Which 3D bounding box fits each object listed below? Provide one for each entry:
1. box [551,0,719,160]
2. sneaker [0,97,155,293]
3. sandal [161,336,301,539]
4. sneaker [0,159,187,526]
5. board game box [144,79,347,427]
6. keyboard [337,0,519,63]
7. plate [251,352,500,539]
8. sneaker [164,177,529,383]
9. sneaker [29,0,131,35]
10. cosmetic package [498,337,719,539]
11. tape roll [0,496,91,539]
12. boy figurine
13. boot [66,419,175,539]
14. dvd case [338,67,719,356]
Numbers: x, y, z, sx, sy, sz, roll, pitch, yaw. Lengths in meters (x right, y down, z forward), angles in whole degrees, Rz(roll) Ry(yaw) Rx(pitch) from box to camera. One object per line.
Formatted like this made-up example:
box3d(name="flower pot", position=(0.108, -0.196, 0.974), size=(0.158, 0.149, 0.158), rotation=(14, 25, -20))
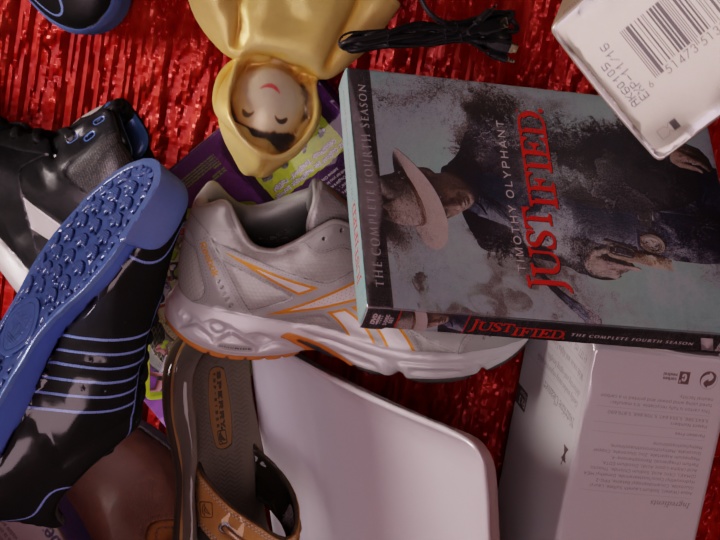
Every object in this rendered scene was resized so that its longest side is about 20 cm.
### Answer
box3d(name="box", position=(0.152, -0.125, 0.833), size=(0.095, 0.200, 0.078), rotation=(-40, 96, 14))
box3d(name="sneaker", position=(-0.181, -0.070, 0.960), size=(0.200, 0.073, 0.112), rotation=(44, 100, 6))
box3d(name="sandal", position=(-0.061, 0.127, 0.956), size=(0.054, 0.082, 0.201), rotation=(-4, 92, 32))
box3d(name="sneaker", position=(-0.138, 0.040, 0.898), size=(0.078, 0.070, 0.200), rotation=(31, 98, -34))
box3d(name="board game box", position=(-0.067, -0.012, 0.983), size=(0.200, 0.032, 0.120), rotation=(-37, 92, 16))
box3d(name="keyboard", position=(0.026, -0.166, 0.882), size=(0.199, 0.021, 0.128), rotation=(-6, 98, -25))
box3d(name="plate", position=(0.017, 0.147, 0.943), size=(0.032, 0.199, 0.201), rotation=(-21, 116, -32))
box3d(name="sneaker", position=(0.000, 0.000, 0.919), size=(0.199, 0.076, 0.092), rotation=(4, 116, -9))
box3d(name="sneaker", position=(-0.188, -0.213, 0.925), size=(0.070, 0.078, 0.201), rotation=(-25, 98, 13))
box3d(name="cosmetic package", position=(0.126, 0.119, 0.936), size=(0.081, 0.113, 0.201), rotation=(8, 103, -12))
box3d(name="tape roll", position=(-0.228, 0.172, 0.961), size=(0.085, 0.200, 0.200), rotation=(-41, 95, 15))
box3d(name="boy figurine", position=(-0.038, -0.148, 0.903), size=(0.124, 0.064, 0.201), rotation=(17, 91, -17))
box3d(name="boot", position=(-0.139, 0.180, 0.948), size=(0.068, 0.200, 0.189), rotation=(-30, 100, 25))
box3d(name="dvd case", position=(0.091, -0.030, 0.875), size=(0.199, 0.147, 0.022), rotation=(5, 146, -13))
